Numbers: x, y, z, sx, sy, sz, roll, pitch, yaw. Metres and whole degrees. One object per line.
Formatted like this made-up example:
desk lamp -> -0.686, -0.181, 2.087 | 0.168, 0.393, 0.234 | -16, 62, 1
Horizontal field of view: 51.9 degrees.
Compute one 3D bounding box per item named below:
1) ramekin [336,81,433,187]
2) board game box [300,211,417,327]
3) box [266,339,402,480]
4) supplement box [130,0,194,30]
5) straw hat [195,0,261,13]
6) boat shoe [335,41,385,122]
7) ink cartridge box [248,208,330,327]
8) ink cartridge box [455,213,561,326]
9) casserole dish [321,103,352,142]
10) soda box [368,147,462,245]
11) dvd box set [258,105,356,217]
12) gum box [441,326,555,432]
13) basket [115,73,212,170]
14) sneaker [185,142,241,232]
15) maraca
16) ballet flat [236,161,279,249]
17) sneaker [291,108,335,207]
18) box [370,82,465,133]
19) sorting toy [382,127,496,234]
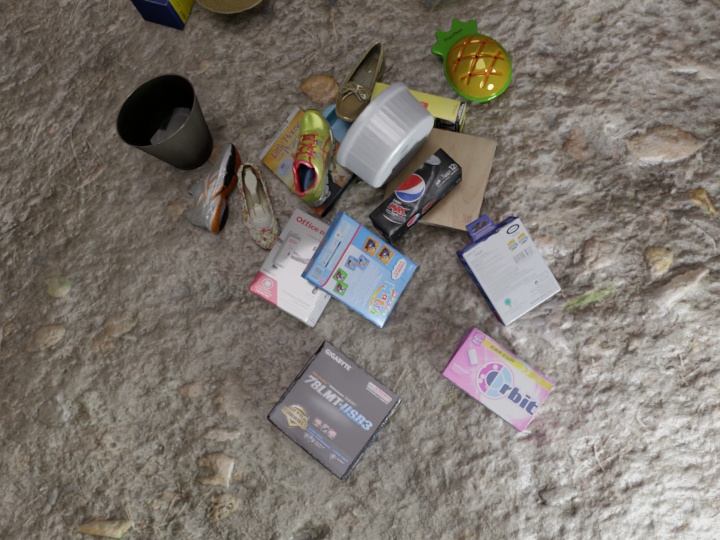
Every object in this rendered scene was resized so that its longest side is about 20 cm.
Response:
ramekin -> 0.053, -0.258, 1.445 | 0.098, 0.200, 0.201 | 42, 86, 8
board game box -> 0.000, 0.000, 1.489 | 0.200, 0.037, 0.152 | 34, 82, -23
box -> -0.052, 0.278, 1.484 | 0.200, 0.050, 0.199 | 37, 85, 13
supplement box -> -0.441, -0.683, 1.714 | 0.109, 0.109, 0.201 | 18, 80, 11
straw hat -> -0.301, -0.655, 1.703 | 0.200, 0.085, 0.203 | 1, 79, -7
boat shoe -> 0.002, -0.406, 1.592 | 0.073, 0.063, 0.201 | 24, 63, 10
ink cartridge box -> -0.117, -0.007, 1.536 | 0.146, 0.083, 0.201 | 28, 83, 12
ink cartridge box -> 0.283, -0.014, 1.459 | 0.136, 0.076, 0.201 | -32, 97, -2
casserole dish -> -0.002, -0.284, 1.606 | 0.200, 0.039, 0.121 | 39, 85, 13
soda box -> 0.111, -0.146, 1.472 | 0.200, 0.071, 0.063 | -44, 75, -3
dvd box set -> -0.107, -0.234, 1.591 | 0.200, 0.029, 0.146 | 45, 105, 14
gum box -> 0.263, 0.210, 1.447 | 0.200, 0.066, 0.114 | 35, 85, 13
basket -> -0.398, -0.301, 1.577 | 0.180, 0.200, 0.136 | -40, 76, -2
sneaker -> -0.327, -0.188, 1.611 | 0.091, 0.076, 0.201 | 12, 78, 14
maraca -> 0.236, -0.448, 1.575 | 0.137, 0.107, 0.201 | -34, 75, 0
ballet flat -> -0.225, -0.144, 1.588 | 0.075, 0.064, 0.201 | -19, 76, -8
sneaker -> -0.103, -0.235, 1.525 | 0.078, 0.090, 0.201 | -1, 89, 20
box -> 0.124, -0.346, 1.585 | 0.199, 0.075, 0.050 | 17, 80, 10
sorting toy -> 0.164, -0.186, 1.547 | 0.198, 0.070, 0.201 | 13, 80, 10
